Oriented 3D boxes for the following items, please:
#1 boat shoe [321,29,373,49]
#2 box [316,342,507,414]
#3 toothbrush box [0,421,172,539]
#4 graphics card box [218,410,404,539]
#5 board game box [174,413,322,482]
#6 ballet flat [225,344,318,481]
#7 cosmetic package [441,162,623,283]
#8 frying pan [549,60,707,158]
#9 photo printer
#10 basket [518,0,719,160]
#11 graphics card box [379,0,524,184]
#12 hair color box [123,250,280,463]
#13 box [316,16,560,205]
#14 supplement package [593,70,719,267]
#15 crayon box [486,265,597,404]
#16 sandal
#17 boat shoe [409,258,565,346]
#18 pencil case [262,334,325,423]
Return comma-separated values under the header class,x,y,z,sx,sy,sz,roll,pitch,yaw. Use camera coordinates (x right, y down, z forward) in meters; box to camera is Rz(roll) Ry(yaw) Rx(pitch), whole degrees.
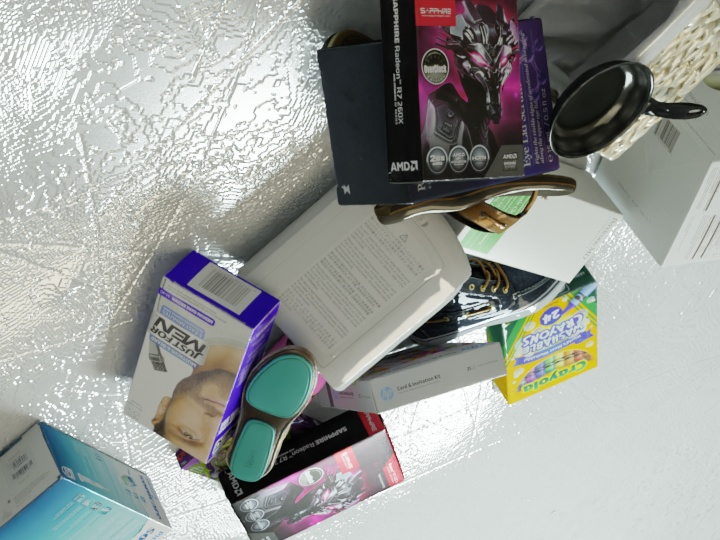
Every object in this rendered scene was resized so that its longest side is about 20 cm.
class,x,y,z,sx,sy,sz,roll,pitch,yaw
boat shoe,0.017,-0.151,1.557,0.200,0.065,0.073,49,64,-35
box,0.050,0.116,1.796,0.156,0.041,0.200,-15,-176,-18
toothbrush box,-0.327,0.269,1.779,0.146,0.085,0.200,-40,140,10
graphics card box,-0.055,0.241,1.900,0.200,0.051,0.126,-24,143,-5
board game box,-0.108,0.211,1.906,0.120,0.032,0.200,-46,140,14
ballet flat,-0.092,0.132,1.678,0.068,0.067,0.200,25,128,-6
cosmetic package,0.172,-0.067,1.739,0.200,0.085,0.108,14,121,-41
frying pan,0.251,-0.164,1.508,0.190,0.031,0.115,-22,146,-21
photo printer,0.000,0.000,1.650,0.200,0.069,0.166,-41,96,12
basket,0.253,-0.223,1.585,0.200,0.136,0.123,-43,144,16
graphics card box,0.078,-0.176,1.394,0.125,0.051,0.200,-5,95,-40
hair color box,-0.165,0.090,1.663,0.065,0.109,0.200,-48,163,-49
box,0.073,-0.146,1.491,0.200,0.104,0.148,-16,102,-39
supplement package,0.394,-0.116,1.774,0.200,0.152,0.151,-7,135,-27
crayon box,0.220,0.083,1.961,0.126,0.052,0.200,-23,142,-10
sandal,0.113,-0.059,1.583,0.200,0.055,0.082,-11,-178,-16
boat shoe,0.139,0.016,1.816,0.200,0.071,0.091,-25,146,-4
pencil case,-0.028,0.067,1.747,0.200,0.091,0.094,-45,160,12
